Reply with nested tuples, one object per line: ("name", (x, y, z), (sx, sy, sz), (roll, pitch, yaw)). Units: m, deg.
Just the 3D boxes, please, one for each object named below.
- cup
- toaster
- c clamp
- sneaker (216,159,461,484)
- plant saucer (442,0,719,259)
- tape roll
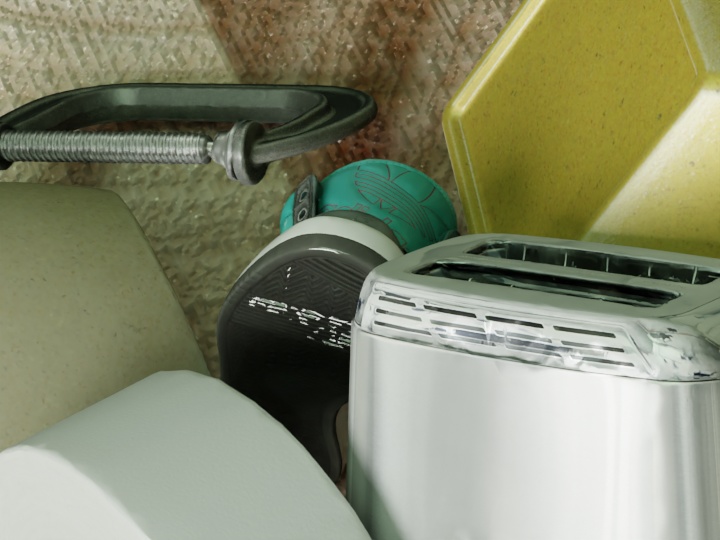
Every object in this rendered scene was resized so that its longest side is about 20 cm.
("cup", (-0.144, 0.043, 1.045), (0.143, 0.201, 0.201), (-26, 59, -9))
("toaster", (0.072, 0.062, 0.869), (0.199, 0.113, 0.130), (8, 106, 35))
("c clamp", (-0.099, -0.057, 1.092), (0.199, 0.171, 0.027), (0, 105, 18))
("sneaker", (0.000, 0.000, 1.004), (0.083, 0.200, 0.121), (24, 62, 1))
("plant saucer", (0.097, -0.059, 0.971), (0.200, 0.048, 0.200), (-53, 31, 32))
("tape roll", (-0.058, 0.139, 0.908), (0.071, 0.203, 0.202), (-27, 54, -29))
